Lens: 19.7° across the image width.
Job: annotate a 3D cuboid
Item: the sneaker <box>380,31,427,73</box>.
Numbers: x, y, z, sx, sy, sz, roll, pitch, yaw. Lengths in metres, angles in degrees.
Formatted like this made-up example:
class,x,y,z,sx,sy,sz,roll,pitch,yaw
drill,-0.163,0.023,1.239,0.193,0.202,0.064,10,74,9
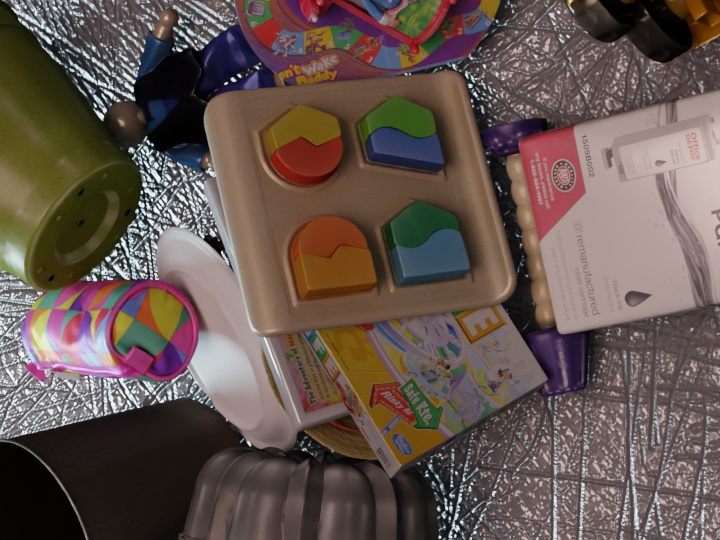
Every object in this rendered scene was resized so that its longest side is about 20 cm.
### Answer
class,x,y,z,sx,sy,sz,roll,pitch,yaw
sneaker,0.070,-0.238,1.533,0.084,0.073,0.202,20,103,30

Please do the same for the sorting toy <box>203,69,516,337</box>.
class,x,y,z,sx,sy,sz,roll,pitch,yaw
sorting toy,0.001,-0.054,1.491,0.037,0.198,0.186,122,137,-66

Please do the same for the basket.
class,x,y,z,sx,sy,sz,roll,pitch,yaw
basket,-0.191,0.187,1.644,0.135,0.200,0.182,-8,100,39

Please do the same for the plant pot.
class,x,y,z,sx,sy,sz,roll,pitch,yaw
plant pot,-0.286,-0.088,1.687,0.193,0.200,0.201,38,112,20

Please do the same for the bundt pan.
class,x,y,z,sx,sy,sz,roll,pitch,yaw
bundt pan,-0.034,0.174,1.551,0.201,0.201,0.076,3,87,30

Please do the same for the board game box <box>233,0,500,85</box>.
class,x,y,z,sx,sy,sz,roll,pitch,yaw
board game box,0.009,-0.196,1.486,0.198,0.039,0.159,-12,125,0

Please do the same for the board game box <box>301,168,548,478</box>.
class,x,y,z,sx,sy,sz,roll,pitch,yaw
board game box,0.027,0.030,1.504,0.201,0.134,0.034,57,158,11

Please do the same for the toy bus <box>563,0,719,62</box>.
class,x,y,z,sx,sy,sz,roll,pitch,yaw
toy bus,0.192,-0.258,1.394,0.135,0.199,0.193,-34,70,27

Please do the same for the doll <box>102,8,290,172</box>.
class,x,y,z,sx,sy,sz,roll,pitch,yaw
doll,-0.132,-0.148,1.675,0.199,0.048,0.137,-22,92,37

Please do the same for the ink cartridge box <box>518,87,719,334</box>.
class,x,y,z,sx,sy,sz,roll,pitch,yaw
ink cartridge box,0.227,-0.046,1.453,0.199,0.083,0.148,-13,88,31

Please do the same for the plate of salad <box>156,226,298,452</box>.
class,x,y,z,sx,sy,sz,roll,pitch,yaw
plate of salad,-0.099,0.053,1.640,0.200,0.048,0.201,46,152,34

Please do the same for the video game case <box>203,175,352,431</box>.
class,x,y,z,sx,sy,sz,roll,pitch,yaw
video game case,0.000,0.000,1.542,0.024,0.181,0.201,124,127,-66

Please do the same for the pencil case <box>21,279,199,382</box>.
class,x,y,z,sx,sy,sz,roll,pitch,yaw
pencil case,-0.205,0.052,1.676,0.200,0.088,0.089,-8,91,60

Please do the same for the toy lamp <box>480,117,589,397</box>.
class,x,y,z,sx,sy,sz,roll,pitch,yaw
toy lamp,0.131,-0.008,1.531,0.058,0.058,0.202,-12,86,31

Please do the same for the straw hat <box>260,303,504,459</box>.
class,x,y,z,sx,sy,sz,roll,pitch,yaw
straw hat,0.007,0.060,1.580,0.202,0.200,0.085,59,158,12
